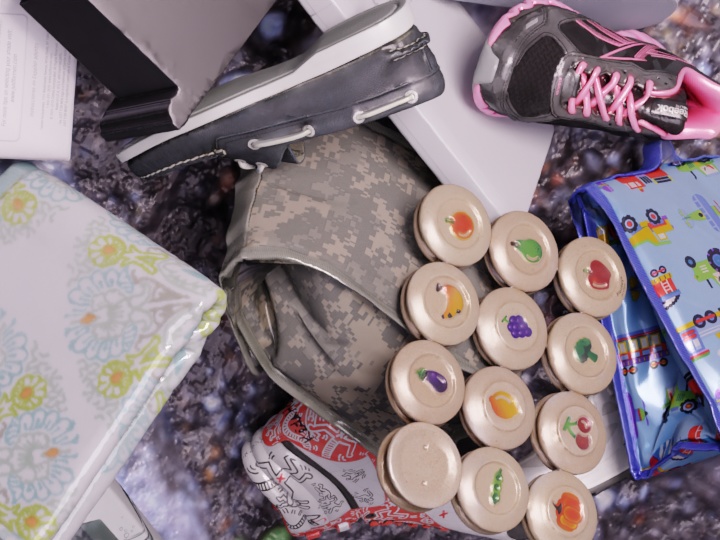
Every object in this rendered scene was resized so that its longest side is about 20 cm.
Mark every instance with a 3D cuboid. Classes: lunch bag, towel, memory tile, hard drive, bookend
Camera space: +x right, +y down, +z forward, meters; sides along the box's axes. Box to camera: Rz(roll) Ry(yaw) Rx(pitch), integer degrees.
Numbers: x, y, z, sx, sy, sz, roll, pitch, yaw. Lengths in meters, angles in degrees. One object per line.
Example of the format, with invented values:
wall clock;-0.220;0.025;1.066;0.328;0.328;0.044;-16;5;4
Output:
lunch bag;0.218;0.011;1.751;0.150;0.094;0.200;-14;81;-39
lunch bag;0.000;0.000;1.680;0.200;0.164;0.118;36;128;-20
towel;-0.192;0.055;1.626;0.200;0.171;0.048;-56;154;-2
memory tile;0.084;0.057;1.617;0.153;0.017;0.200;21;65;-26
hard drive;0.041;-0.126;1.686;0.027;0.132;0.200;-29;111;29
bookend;-0.136;-0.214;1.594;0.199;0.092;0.200;43;67;-23

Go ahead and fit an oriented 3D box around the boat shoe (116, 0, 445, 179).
boat shoe;-0.047;-0.088;1.604;0.200;0.076;0.060;-22;105;25

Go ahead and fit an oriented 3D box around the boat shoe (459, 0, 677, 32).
boat shoe;0.109;-0.195;1.720;0.200;0.070;0.066;6;66;-29

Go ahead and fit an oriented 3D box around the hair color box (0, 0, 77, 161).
hair color box;-0.269;-0.121;1.637;0.200;0.061;0.100;2;104;-16

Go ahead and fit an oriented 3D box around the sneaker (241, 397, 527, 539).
sneaker;0.015;0.137;1.788;0.108;0.067;0.201;-38;130;22

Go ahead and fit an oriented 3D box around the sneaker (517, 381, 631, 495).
sneaker;0.152;0.070;1.795;0.200;0.076;0.115;-27;100;-28

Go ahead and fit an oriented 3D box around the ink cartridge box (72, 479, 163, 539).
ink cartridge box;-0.203;0.181;1.724;0.147;0.083;0.200;-38;111;-3

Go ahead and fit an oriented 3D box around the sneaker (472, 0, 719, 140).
sneaker;0.152;-0.112;1.699;0.200;0.095;0.079;1;112;-47
